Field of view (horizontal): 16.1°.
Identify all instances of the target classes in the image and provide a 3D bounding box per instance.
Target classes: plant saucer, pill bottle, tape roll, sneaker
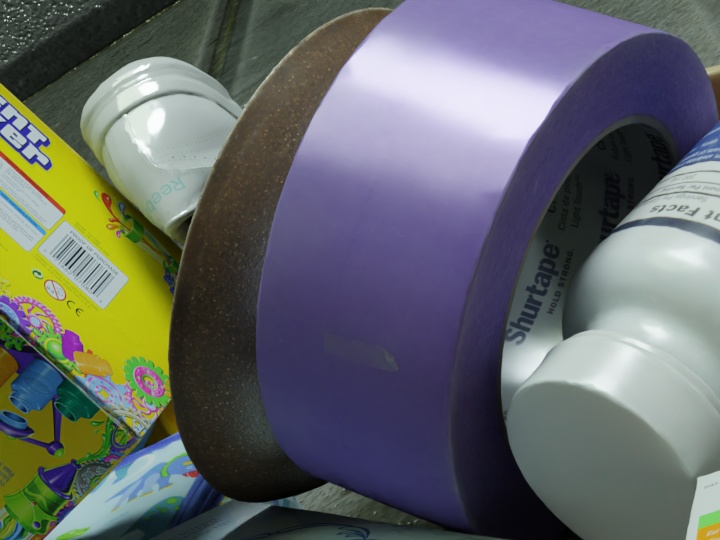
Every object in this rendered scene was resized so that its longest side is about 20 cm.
[{"bbox_3d":[0.000,0.000,0.983,0.037,0.201,0.200,19,45,28],"label":"plant saucer"},{"bbox_3d":[0.142,0.011,0.904,0.200,0.111,0.111,-44,17,-32],"label":"pill bottle"},{"bbox_3d":[0.052,-0.003,0.948,0.085,0.200,0.200,18,44,28],"label":"tape roll"},{"bbox_3d":[-0.025,-0.017,1.033,0.075,0.200,0.089,-47,51,25],"label":"sneaker"}]

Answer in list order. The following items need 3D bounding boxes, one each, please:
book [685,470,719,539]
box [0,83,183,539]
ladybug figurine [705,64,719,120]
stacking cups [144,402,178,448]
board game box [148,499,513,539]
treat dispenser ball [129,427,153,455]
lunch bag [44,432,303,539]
[{"bbox_3d":[0.152,0.106,0.714,0.133,0.048,0.200,-25,18,25],"label":"book"},{"bbox_3d":[-0.193,0.029,0.989,0.193,0.200,0.122,-44,6,28],"label":"box"},{"bbox_3d":[0.131,-0.028,1.107,0.200,0.072,0.136,-18,24,23],"label":"ladybug figurine"},{"bbox_3d":[-0.150,0.094,1.394,0.200,0.061,0.061,-22,18,44],"label":"stacking cups"},{"bbox_3d":[-0.067,0.145,0.905,0.200,0.043,0.199,-24,14,-31],"label":"board game box"},{"bbox_3d":[-0.194,0.038,1.259,0.201,0.201,0.201,-32,14,9],"label":"treat dispenser ball"},{"bbox_3d":[-0.126,0.148,1.121,0.200,0.083,0.161,-26,14,26],"label":"lunch bag"}]
